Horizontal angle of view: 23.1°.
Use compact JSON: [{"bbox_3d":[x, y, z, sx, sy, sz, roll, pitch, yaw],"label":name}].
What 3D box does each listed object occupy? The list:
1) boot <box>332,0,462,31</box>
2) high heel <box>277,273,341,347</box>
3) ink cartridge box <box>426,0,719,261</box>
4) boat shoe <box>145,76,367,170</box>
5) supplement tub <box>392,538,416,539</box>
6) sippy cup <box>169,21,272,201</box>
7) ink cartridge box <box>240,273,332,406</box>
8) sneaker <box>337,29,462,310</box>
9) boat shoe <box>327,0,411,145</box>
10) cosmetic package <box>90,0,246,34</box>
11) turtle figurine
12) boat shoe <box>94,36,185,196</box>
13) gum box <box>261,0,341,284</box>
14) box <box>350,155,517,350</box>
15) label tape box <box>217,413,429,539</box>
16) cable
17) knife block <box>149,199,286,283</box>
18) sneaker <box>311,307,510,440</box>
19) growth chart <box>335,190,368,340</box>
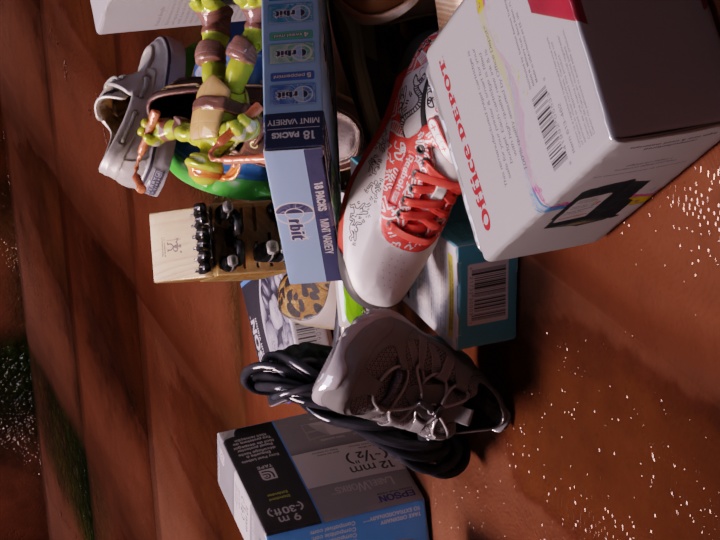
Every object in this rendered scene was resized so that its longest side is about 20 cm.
[{"bbox_3d":[0.041,-0.245,1.189,0.200,0.074,0.155,18,118,55],"label":"boot"},{"bbox_3d":[-0.020,-0.016,1.510,0.200,0.071,0.143,-136,53,-67],"label":"high heel"},{"bbox_3d":[0.120,-0.108,1.008,0.200,0.083,0.146,132,125,-66],"label":"ink cartridge box"},{"bbox_3d":[-0.083,-0.119,1.449,0.200,0.070,0.071,10,101,27],"label":"boat shoe"},{"bbox_3d":[0.062,0.288,1.302,0.200,0.132,0.132,-157,59,-66],"label":"supplement tub"},{"bbox_3d":[-0.098,-0.148,1.560,0.140,0.178,0.131,-45,-30,-61],"label":"sippy cup"},{"bbox_3d":[-0.083,0.030,1.722,0.200,0.043,0.198,146,112,-71],"label":"ink cartridge box"},{"bbox_3d":[0.048,-0.067,1.176,0.108,0.067,0.202,13,84,66],"label":"sneaker"},{"bbox_3d":[0.023,-0.144,1.290,0.072,0.066,0.201,75,179,-63],"label":"boat shoe"},{"bbox_3d":[-0.116,-0.252,1.430,0.101,0.200,0.071,131,128,-65],"label":"cosmetic package"},{"bbox_3d":[-0.105,-0.133,1.378,0.200,0.064,0.162,0,76,55],"label":"turtle figurine"},{"bbox_3d":[-0.198,-0.145,1.552,0.200,0.070,0.071,-89,23,-45],"label":"boat shoe"},{"bbox_3d":[-0.042,-0.119,1.251,0.170,0.044,0.200,83,-177,-59],"label":"gum box"},{"bbox_3d":[0.051,-0.019,1.301,0.200,0.049,0.082,-135,39,-59],"label":"box"},{"bbox_3d":[-0.025,0.205,1.485,0.200,0.143,0.066,-124,30,-50],"label":"label tape box"},{"bbox_3d":[-0.003,0.108,1.323,0.163,0.200,0.051,33,95,23],"label":"cable"},{"bbox_3d":[-0.087,-0.027,1.537,0.175,0.200,0.064,-5,88,31],"label":"knife block"},{"bbox_3d":[0.043,0.078,1.216,0.082,0.200,0.075,34,104,30],"label":"sneaker"},{"bbox_3d":[0.000,0.000,1.325,0.200,0.018,0.145,164,100,-80],"label":"growth chart"}]
